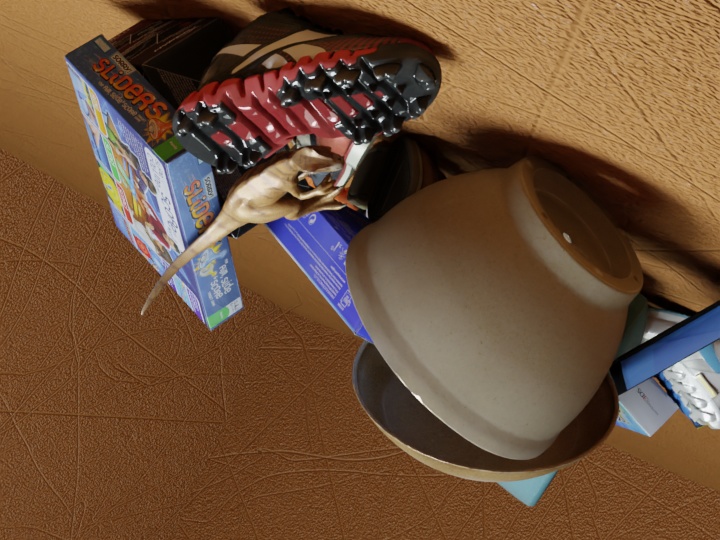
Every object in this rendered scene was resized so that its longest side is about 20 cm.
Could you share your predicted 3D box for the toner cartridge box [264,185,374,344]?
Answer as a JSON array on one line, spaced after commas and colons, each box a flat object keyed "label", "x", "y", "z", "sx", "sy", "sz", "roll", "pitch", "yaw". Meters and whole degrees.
[{"label": "toner cartridge box", "x": 0.000, "y": 0.000, "z": 1.288, "sx": 0.095, "sy": 0.043, "sz": 0.200, "roll": 29, "pitch": -168, "yaw": -35}]

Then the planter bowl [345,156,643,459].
[{"label": "planter bowl", "x": 0.107, "y": 0.008, "z": 1.166, "sx": 0.200, "sy": 0.135, "sz": 0.201, "roll": 37, "pitch": -153, "yaw": -22}]

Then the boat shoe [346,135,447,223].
[{"label": "boat shoe", "x": 0.043, "y": -0.064, "z": 1.361, "sx": 0.068, "sy": 0.072, "sz": 0.200, "roll": 25, "pitch": -175, "yaw": -12}]

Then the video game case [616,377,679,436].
[{"label": "video game case", "x": 0.204, "y": 0.074, "z": 1.676, "sx": 0.181, "sy": 0.045, "sz": 0.200, "roll": 47, "pitch": 172, "yaw": -11}]

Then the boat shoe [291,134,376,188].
[{"label": "boat shoe", "x": -0.022, "y": -0.102, "z": 1.259, "sx": 0.062, "sy": 0.071, "sz": 0.200, "roll": 31, "pitch": 172, "yaw": -1}]

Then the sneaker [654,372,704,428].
[{"label": "sneaker", "x": 0.308, "y": 0.099, "z": 1.602, "sx": 0.199, "sy": 0.079, "sz": 0.066, "roll": 28, "pitch": 176, "yaw": -6}]

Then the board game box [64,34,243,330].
[{"label": "board game box", "x": -0.150, "y": -0.062, "z": 1.260, "sx": 0.135, "sy": 0.034, "sz": 0.201, "roll": 45, "pitch": 159, "yaw": 30}]

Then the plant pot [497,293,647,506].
[{"label": "plant pot", "x": 0.159, "y": 0.076, "z": 1.489, "sx": 0.141, "sy": 0.141, "sz": 0.200, "roll": 36, "pitch": 146, "yaw": 8}]

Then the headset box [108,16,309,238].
[{"label": "headset box", "x": -0.139, "y": -0.114, "z": 1.320, "sx": 0.149, "sy": 0.075, "sz": 0.200, "roll": 62, "pitch": 160, "yaw": -18}]

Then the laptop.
[{"label": "laptop", "x": 0.304, "y": 0.079, "z": 1.302, "sx": 0.199, "sy": 0.104, "sz": 0.177, "roll": 24, "pitch": 175, "yaw": 14}]

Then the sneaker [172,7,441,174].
[{"label": "sneaker", "x": -0.030, "y": -0.127, "z": 1.080, "sx": 0.199, "sy": 0.098, "sz": 0.071, "roll": -9, "pitch": 140, "yaw": 38}]

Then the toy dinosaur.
[{"label": "toy dinosaur", "x": -0.074, "y": -0.049, "z": 1.183, "sx": 0.106, "sy": 0.200, "sz": 0.061, "roll": -16, "pitch": -107, "yaw": -46}]

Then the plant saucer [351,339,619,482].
[{"label": "plant saucer", "x": 0.090, "y": 0.098, "z": 1.265, "sx": 0.198, "sy": 0.036, "sz": 0.201, "roll": 5, "pitch": -147, "yaw": -3}]

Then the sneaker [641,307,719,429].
[{"label": "sneaker", "x": 0.311, "y": 0.094, "z": 1.525, "sx": 0.199, "sy": 0.081, "sz": 0.077, "roll": 27, "pitch": 176, "yaw": -5}]

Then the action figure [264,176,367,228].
[{"label": "action figure", "x": 0.012, "y": -0.035, "z": 1.583, "sx": 0.193, "sy": 0.105, "sz": 0.200, "roll": 33, "pitch": 177, "yaw": 33}]
